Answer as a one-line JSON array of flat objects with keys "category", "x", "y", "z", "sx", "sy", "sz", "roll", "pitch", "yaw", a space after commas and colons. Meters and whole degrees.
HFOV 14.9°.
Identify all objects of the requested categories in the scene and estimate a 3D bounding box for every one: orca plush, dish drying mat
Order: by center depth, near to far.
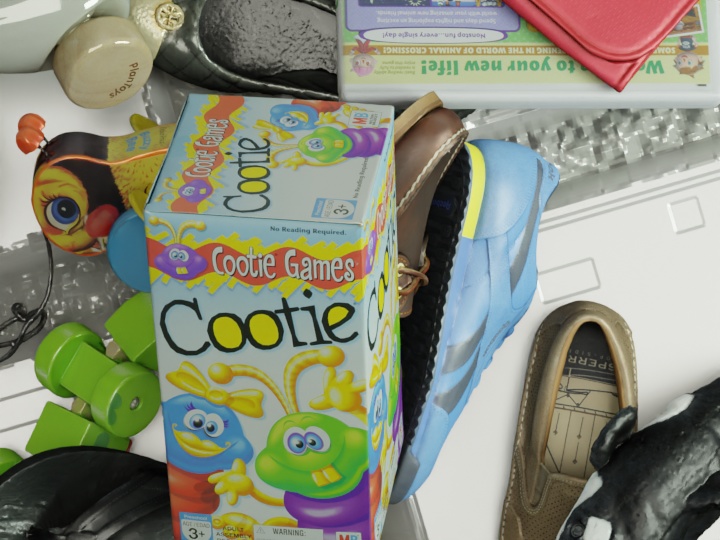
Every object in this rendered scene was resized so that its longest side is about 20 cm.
[{"category": "orca plush", "x": 0.186, "y": 0.111, "z": 1.412, "sx": 0.200, "sy": 0.071, "sz": 0.106, "roll": -25, "pitch": 118, "yaw": -32}, {"category": "dish drying mat", "x": 0.080, "y": -0.182, "z": 1.413, "sx": 0.200, "sy": 0.018, "sz": 0.077, "roll": 40, "pitch": 77, "yaw": 5}]

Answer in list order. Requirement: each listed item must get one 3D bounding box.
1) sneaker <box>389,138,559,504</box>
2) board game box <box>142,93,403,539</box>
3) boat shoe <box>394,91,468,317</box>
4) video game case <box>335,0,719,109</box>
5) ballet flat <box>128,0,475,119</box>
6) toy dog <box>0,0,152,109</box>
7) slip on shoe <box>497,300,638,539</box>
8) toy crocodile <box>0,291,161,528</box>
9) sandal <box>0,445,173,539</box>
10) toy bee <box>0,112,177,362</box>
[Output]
[{"category": "sneaker", "x": 0.057, "y": 0.030, "z": 1.443, "sx": 0.078, "sy": 0.066, "sz": 0.201, "roll": 12, "pitch": 97, "yaw": -32}, {"category": "board game box", "x": -0.037, "y": 0.029, "z": 1.323, "sx": 0.103, "sy": 0.105, "sz": 0.200, "roll": 4, "pitch": 126, "yaw": 9}, {"category": "boat shoe", "x": 0.000, "y": 0.000, "z": 1.415, "sx": 0.070, "sy": 0.070, "sz": 0.200, "roll": 43, "pitch": 117, "yaw": 12}, {"category": "video game case", "x": 0.086, "y": -0.173, "z": 1.433, "sx": 0.199, "sy": 0.022, "sz": 0.183, "roll": 0, "pitch": 77, "yaw": -4}, {"category": "ballet flat", "x": -0.031, "y": -0.121, "z": 1.447, "sx": 0.199, "sy": 0.057, "sz": 0.067, "roll": 11, "pitch": 86, "yaw": -4}, {"category": "toy dog", "x": -0.187, "y": -0.139, "z": 1.366, "sx": 0.132, "sy": 0.200, "sz": 0.096, "roll": 41, "pitch": 131, "yaw": 24}, {"category": "slip on shoe", "x": 0.115, "y": 0.116, "z": 1.442, "sx": 0.076, "sy": 0.061, "sz": 0.201, "roll": 7, "pitch": 87, "yaw": -2}, {"category": "toy crocodile", "x": -0.150, "y": 0.096, "z": 1.437, "sx": 0.067, "sy": 0.062, "sz": 0.200, "roll": 29, "pitch": 88, "yaw": 40}, {"category": "sandal", "x": -0.102, "y": 0.131, "z": 1.398, "sx": 0.200, "sy": 0.048, "sz": 0.076, "roll": 4, "pitch": 99, "yaw": -29}, {"category": "toy bee", "x": -0.124, "y": -0.039, "z": 1.403, "sx": 0.200, "sy": 0.131, "sz": 0.109, "roll": -34, "pitch": 115, "yaw": -12}]
